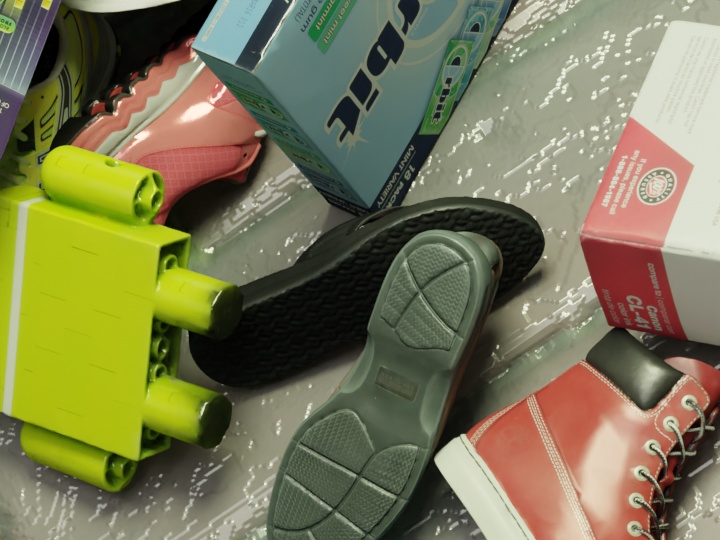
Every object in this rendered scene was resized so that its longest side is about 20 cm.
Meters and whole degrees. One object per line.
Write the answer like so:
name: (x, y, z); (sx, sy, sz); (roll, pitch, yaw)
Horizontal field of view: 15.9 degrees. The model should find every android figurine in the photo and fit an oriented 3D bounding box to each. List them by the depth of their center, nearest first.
android figurine: (-0.153, 0.025, 1.386); (0.200, 0.041, 0.182); (15, 109, 30)

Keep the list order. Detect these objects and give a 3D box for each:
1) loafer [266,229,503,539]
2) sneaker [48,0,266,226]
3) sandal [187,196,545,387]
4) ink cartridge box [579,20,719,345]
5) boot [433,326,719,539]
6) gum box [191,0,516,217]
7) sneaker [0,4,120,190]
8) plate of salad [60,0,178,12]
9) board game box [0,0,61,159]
loafer: (0.020, 0.070, 1.327); (0.072, 0.063, 0.200); (34, 107, 20)
sneaker: (-0.080, -0.096, 1.452); (0.200, 0.087, 0.074); (-41, 15, -15)
sandal: (-0.001, 0.000, 1.371); (0.200, 0.075, 0.048); (-20, 42, 13)
ink cartridge box: (0.227, -0.033, 1.263); (0.200, 0.086, 0.148); (12, 56, 25)
boot: (0.142, 0.123, 1.261); (0.144, 0.072, 0.200); (-35, 56, 3)
gum box: (0.006, -0.137, 1.348); (0.044, 0.200, 0.170); (24, 79, 28)
sneaker: (-0.199, -0.070, 1.474); (0.075, 0.076, 0.200); (4, 71, 21)
plate of salad: (-0.080, -0.189, 1.462); (0.200, 0.048, 0.200); (-18, 29, 10)
board game box: (-0.223, -0.122, 1.420); (0.200, 0.057, 0.166); (-11, 59, 66)
